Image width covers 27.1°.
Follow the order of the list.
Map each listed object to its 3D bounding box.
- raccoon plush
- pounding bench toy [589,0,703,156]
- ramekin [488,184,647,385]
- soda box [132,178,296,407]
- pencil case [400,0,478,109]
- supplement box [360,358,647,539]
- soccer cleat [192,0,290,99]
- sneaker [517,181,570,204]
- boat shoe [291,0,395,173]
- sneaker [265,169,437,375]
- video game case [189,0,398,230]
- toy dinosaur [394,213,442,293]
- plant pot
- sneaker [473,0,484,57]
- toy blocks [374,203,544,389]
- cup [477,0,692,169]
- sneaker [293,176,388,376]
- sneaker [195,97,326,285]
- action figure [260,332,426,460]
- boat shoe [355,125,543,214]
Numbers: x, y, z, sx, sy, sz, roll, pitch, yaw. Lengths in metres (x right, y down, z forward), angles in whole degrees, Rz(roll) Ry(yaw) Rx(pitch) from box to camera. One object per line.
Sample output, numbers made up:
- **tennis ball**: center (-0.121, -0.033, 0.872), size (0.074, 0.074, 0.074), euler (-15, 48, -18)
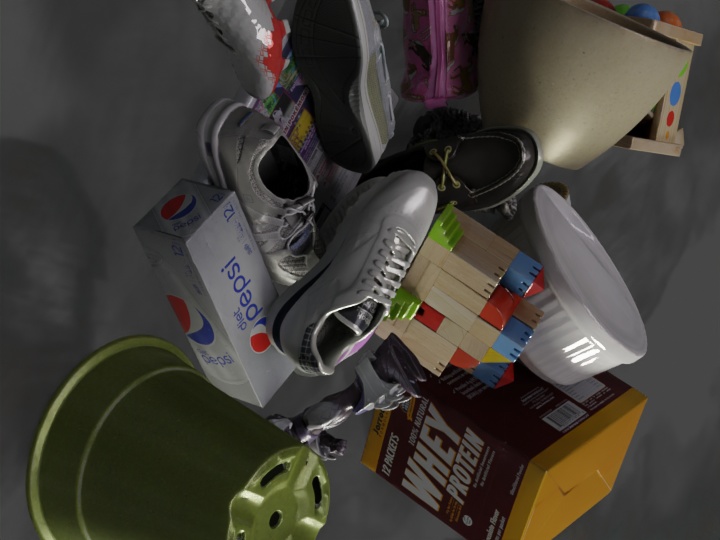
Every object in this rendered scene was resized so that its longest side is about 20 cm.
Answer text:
- **raccoon plush**: center (0.139, -0.121, 1.495), size (0.200, 0.134, 0.097), euler (-36, 129, -39)
- **pounding bench toy**: center (0.313, -0.218, 1.695), size (0.200, 0.124, 0.157), euler (1, 102, -53)
- **ramekin**: center (0.193, 0.022, 1.488), size (0.094, 0.203, 0.202), euler (-33, 150, 21)
- **soda box**: center (-0.117, 0.022, 1.273), size (0.068, 0.063, 0.201), euler (-50, 138, -30)
- **pencil case**: center (0.072, -0.256, 1.400), size (0.086, 0.083, 0.201), euler (-26, 124, -38)
- **supplement box**: center (0.146, 0.163, 1.536), size (0.197, 0.200, 0.133), euler (-25, 139, -45)
- **soccer cleat**: center (-0.113, -0.227, 1.189), size (0.085, 0.068, 0.201), euler (-28, 122, -34)
- **sneaker**: center (0.181, 0.000, 1.652), size (0.200, 0.070, 0.109), euler (-46, 134, -36)
- **boat shoe**: center (-0.007, -0.179, 1.300), size (0.065, 0.074, 0.203), euler (-51, 142, -36)
- **sneaker**: center (0.008, 0.004, 1.271), size (0.076, 0.080, 0.200), euler (40, 83, -32)
- **video game case**: center (-0.054, -0.119, 1.339), size (0.182, 0.023, 0.201), euler (43, 70, -51)
- **toy dinosaur**: center (0.070, -0.011, 1.505), size (0.200, 0.058, 0.102), euler (28, 80, -77)
- **plant pot**: center (-0.133, 0.174, 1.206), size (0.200, 0.189, 0.201), euler (-24, 122, -45)
- **sneaker**: center (0.155, -0.268, 1.514), size (0.090, 0.070, 0.201), euler (43, 67, -47)
- **toy blocks**: center (0.104, 0.037, 1.384), size (0.100, 0.136, 0.200), euler (-52, 172, -42)
- **cup**: center (0.188, -0.180, 1.396), size (0.200, 0.200, 0.144), euler (1, 118, -53)
- **sneaker**: center (-0.001, 0.000, 1.395), size (0.201, 0.073, 0.114), euler (-61, 162, 17)
- **sneaker**: center (-0.070, -0.053, 1.256), size (0.075, 0.082, 0.200), euler (-54, 140, -24)
- **action figure**: center (-0.037, 0.136, 1.363), size (0.200, 0.070, 0.130), euler (-34, 170, 13)
- **boat shoe**: center (0.075, -0.085, 1.378), size (0.060, 0.201, 0.072), euler (-4, 80, -50)
